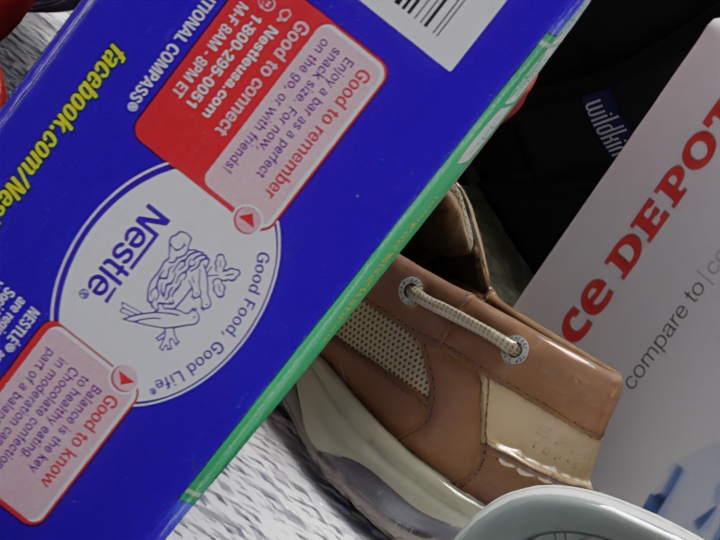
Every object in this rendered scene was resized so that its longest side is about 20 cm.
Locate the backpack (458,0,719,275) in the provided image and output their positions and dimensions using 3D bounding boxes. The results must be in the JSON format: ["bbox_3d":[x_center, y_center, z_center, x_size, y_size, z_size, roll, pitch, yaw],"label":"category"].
[{"bbox_3d":[0.136,-0.072,0.852,0.163,0.200,0.154,53,47,-12],"label":"backpack"}]

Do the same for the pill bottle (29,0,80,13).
[{"bbox_3d":[-0.112,-0.135,0.873,0.112,0.113,0.200,37,12,10],"label":"pill bottle"}]

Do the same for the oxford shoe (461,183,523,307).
[{"bbox_3d":[0.010,-0.016,0.897,0.075,0.058,0.200,53,17,-29],"label":"oxford shoe"}]

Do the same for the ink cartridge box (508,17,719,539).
[{"bbox_3d":[0.133,0.053,0.725,0.200,0.147,0.086,42,16,34],"label":"ink cartridge box"}]

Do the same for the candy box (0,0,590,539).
[{"bbox_3d":[-0.017,-0.034,0.598,0.077,0.169,0.200,38,12,-2],"label":"candy box"}]

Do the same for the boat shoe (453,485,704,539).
[{"bbox_3d":[0.090,0.112,0.571,0.202,0.074,0.065,37,5,-13],"label":"boat shoe"}]

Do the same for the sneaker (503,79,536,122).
[{"bbox_3d":[-0.005,-0.136,0.717,0.078,0.116,0.200,-28,80,-31],"label":"sneaker"}]

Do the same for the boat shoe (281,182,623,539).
[{"bbox_3d":[0.000,0.000,0.748,0.076,0.072,0.200,21,18,-51],"label":"boat shoe"}]

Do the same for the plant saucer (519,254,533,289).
[{"bbox_3d":[0.088,-0.019,1.019,0.200,0.050,0.200,28,-19,10],"label":"plant saucer"}]

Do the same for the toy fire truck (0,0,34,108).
[{"bbox_3d":[-0.120,-0.111,0.585,0.168,0.200,0.112,32,-27,0],"label":"toy fire truck"}]
